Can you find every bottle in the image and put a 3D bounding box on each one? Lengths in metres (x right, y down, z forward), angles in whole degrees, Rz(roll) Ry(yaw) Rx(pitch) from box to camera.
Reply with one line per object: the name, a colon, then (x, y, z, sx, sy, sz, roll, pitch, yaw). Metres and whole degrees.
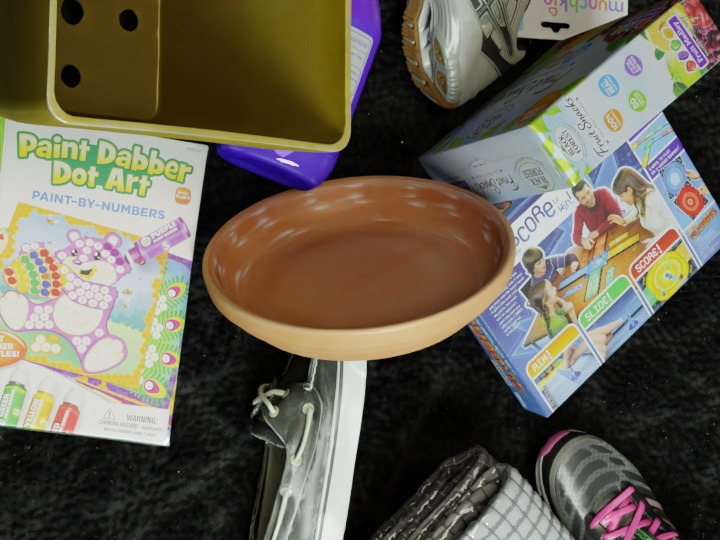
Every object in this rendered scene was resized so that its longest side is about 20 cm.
bottle: (-0.030, -0.158, 1.099, 0.083, 0.065, 0.201, 21, 81, -14)

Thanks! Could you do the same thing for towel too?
towel: (0.060, 0.237, 1.080, 0.200, 0.085, 0.166, -44, 120, -10)

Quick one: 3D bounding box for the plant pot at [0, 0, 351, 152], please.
plant pot: (-0.136, -0.171, 0.993, 0.199, 0.176, 0.202, 3, 86, -37)

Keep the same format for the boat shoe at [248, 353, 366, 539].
boat shoe: (-0.038, 0.100, 1.079, 0.063, 0.071, 0.202, 7, 87, -17)

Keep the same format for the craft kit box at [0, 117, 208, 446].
craft kit box: (-0.207, 0.002, 1.049, 0.198, 0.048, 0.199, 8, 82, -16)

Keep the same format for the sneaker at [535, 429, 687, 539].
sneaker: (0.198, 0.194, 1.137, 0.074, 0.087, 0.201, -36, 97, -15)

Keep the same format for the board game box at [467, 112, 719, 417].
board game box: (0.157, -0.015, 1.148, 0.200, 0.034, 0.136, -41, 112, -16)

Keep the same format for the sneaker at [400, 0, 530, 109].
sneaker: (0.072, -0.205, 1.091, 0.087, 0.201, 0.076, -29, 53, -21)

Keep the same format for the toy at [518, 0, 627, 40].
toy: (0.147, -0.267, 1.168, 0.114, 0.047, 0.202, 3, 86, -15)

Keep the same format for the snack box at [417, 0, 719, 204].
snack box: (0.133, -0.106, 1.075, 0.142, 0.200, 0.053, -41, 99, -15)

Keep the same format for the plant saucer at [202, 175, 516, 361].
plant saucer: (0.000, 0.000, 1.046, 0.199, 0.200, 0.038, -15, 121, -17)
